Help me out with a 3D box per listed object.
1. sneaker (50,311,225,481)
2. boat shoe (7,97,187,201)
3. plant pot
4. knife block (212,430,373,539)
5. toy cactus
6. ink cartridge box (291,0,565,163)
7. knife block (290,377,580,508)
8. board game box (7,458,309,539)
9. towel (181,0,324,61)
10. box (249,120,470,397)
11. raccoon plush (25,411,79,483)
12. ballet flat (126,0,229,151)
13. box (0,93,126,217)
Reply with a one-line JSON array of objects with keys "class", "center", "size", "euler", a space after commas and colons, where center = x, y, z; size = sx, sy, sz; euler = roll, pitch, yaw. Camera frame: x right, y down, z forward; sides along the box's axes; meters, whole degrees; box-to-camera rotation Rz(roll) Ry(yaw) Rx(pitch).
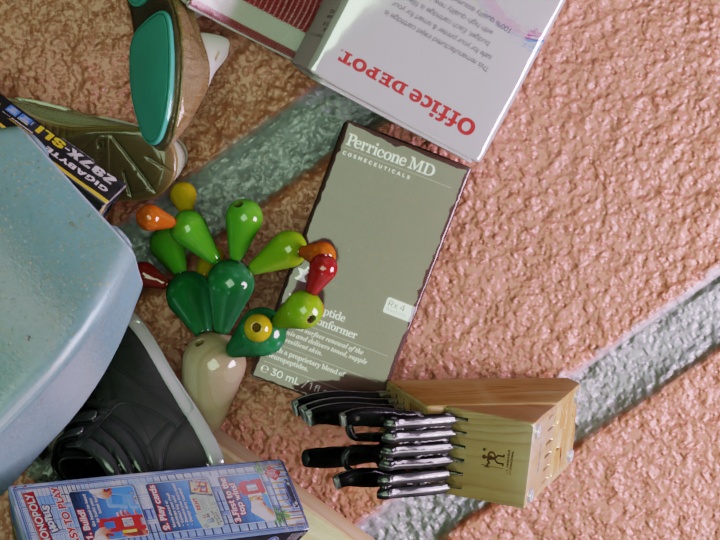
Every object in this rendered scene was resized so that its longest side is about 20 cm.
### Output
[{"class": "sneaker", "center": [-0.186, 0.092, 1.493], "size": [0.099, 0.071, 0.200], "euler": [-19, 58, -35]}, {"class": "boat shoe", "center": [-0.228, -0.089, 1.551], "size": [0.200, 0.063, 0.073], "euler": [3, 101, 5]}, {"class": "plant pot", "center": [-0.253, 0.021, 1.383], "size": [0.200, 0.196, 0.196], "euler": [-41, 83, -11]}, {"class": "knife block", "center": [-0.025, 0.204, 1.556], "size": [0.175, 0.064, 0.201], "euler": [-9, 93, -1]}, {"class": "toy cactus", "center": [-0.100, 0.031, 1.497], "size": [0.200, 0.102, 0.165], "euler": [19, 101, 38]}, {"class": "ink cartridge box", "center": [0.061, -0.198, 1.516], "size": [0.145, 0.084, 0.200], "euler": [27, 93, -15]}, {"class": "knife block", "center": [0.052, 0.113, 1.516], "size": [0.175, 0.200, 0.064], "euler": [11, 103, 18]}, {"class": "board game box", "center": [-0.172, 0.202, 1.432], "size": [0.200, 0.200, 0.062], "euler": [-47, 52, 32]}, {"class": "towel", "center": [-0.036, -0.256, 1.519], "size": [0.144, 0.023, 0.200], "euler": [24, 94, -40]}, {"class": "box", "center": [0.000, 0.000, 1.547], "size": [0.100, 0.075, 0.200], "euler": [20, 91, -2]}, {"class": "raccoon plush", "center": [-0.216, 0.191, 1.568], "size": [0.097, 0.134, 0.200], "euler": [5, 126, -16]}, {"class": "ballet flat", "center": [-0.134, -0.181, 1.522], "size": [0.072, 0.068, 0.200], "euler": [-1, 69, -38]}, {"class": "box", "center": [-0.286, -0.028, 1.518], "size": [0.160, 0.049, 0.200], "euler": [37, 115, -1]}]
